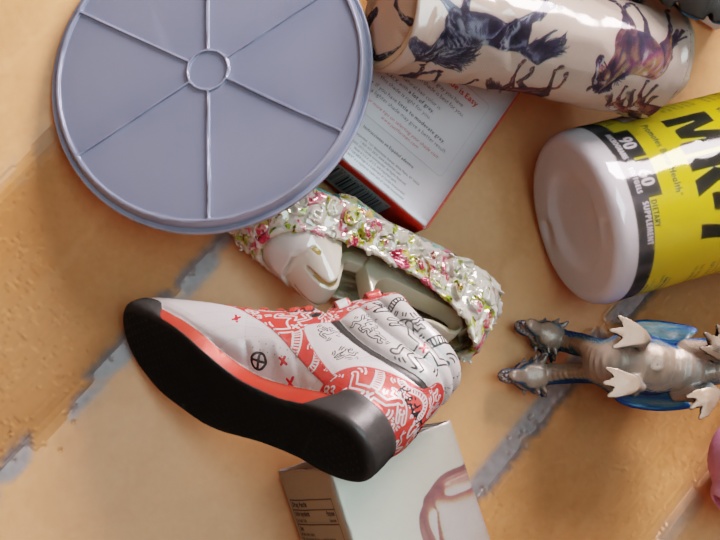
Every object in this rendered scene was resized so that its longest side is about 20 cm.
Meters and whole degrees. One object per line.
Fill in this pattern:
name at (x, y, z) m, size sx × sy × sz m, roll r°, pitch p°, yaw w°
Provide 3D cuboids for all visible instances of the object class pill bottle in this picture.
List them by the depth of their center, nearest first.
pill bottle at (0.224, -0.056, 1.141) m, size 0.199 × 0.114 × 0.115 m, roll -15°, pitch 88°, yaw -20°

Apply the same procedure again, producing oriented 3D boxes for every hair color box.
hair color box at (0.048, -0.130, 1.119) m, size 0.101 × 0.061 × 0.200 m, roll 39°, pitch 73°, yaw -11°

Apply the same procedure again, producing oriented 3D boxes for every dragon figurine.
dragon figurine at (0.190, 0.061, 1.112) m, size 0.199 × 0.099 × 0.059 m, roll 6°, pitch 88°, yaw -6°

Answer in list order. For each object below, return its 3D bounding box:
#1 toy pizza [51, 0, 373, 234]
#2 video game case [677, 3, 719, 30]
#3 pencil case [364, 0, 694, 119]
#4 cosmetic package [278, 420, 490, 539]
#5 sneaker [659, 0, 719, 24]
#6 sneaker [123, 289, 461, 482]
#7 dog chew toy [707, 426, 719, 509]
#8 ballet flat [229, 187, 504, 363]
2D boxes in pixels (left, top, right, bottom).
toy pizza at (-0.089, -0.116, 1.057) m, size 0.199 × 0.032 × 0.201 m, roll -3°, pitch 73°, yaw 10°
video game case at (0.215, -0.246, 1.118) m, size 0.181 × 0.200 × 0.036 m, roll 30°, pitch 67°, yaw -13°
pencil case at (0.099, -0.146, 1.067) m, size 0.199 × 0.089 × 0.078 m, roll 8°, pitch 110°, yaw -20°
cosmetic package at (0.032, 0.199, 1.047) m, size 0.087 × 0.103 × 0.201 m, roll -19°, pitch 90°, yaw -20°
sneaker at (0.169, -0.227, 1.088) m, size 0.073 × 0.199 × 0.082 m, roll -19°, pitch 133°, yaw -53°
sneaker at (-0.038, 0.048, 1.032) m, size 0.108 × 0.201 × 0.068 m, roll -38°, pitch 137°, yaw -37°
dog chew toy at (0.309, 0.089, 1.151) m, size 0.200 × 0.125 × 0.125 m, roll -40°, pitch 96°, yaw -11°
ballet flat at (0.000, 0.000, 1.075) m, size 0.199 × 0.076 × 0.064 m, roll 21°, pitch 48°, yaw -14°
